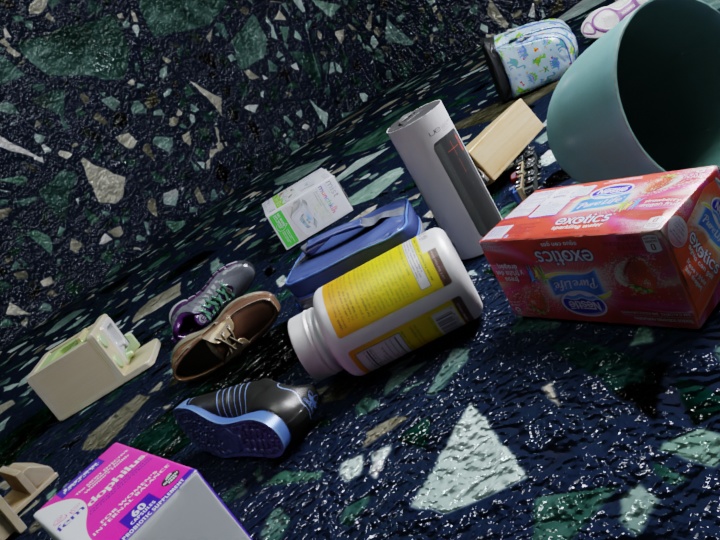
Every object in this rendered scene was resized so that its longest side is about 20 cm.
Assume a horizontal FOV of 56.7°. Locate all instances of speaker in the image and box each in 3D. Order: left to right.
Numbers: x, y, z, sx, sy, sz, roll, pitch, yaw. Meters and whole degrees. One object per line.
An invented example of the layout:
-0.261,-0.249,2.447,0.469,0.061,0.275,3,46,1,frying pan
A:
0.114,-0.117,0.872,0.081,0.200,0.081,-28,18,10,speaker

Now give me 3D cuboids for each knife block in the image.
0.199,-0.176,1.063,0.200,0.064,0.176,-41,7,21,knife block

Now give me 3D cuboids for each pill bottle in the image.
0.024,0.043,0.732,0.200,0.109,0.109,-28,17,9,pill bottle

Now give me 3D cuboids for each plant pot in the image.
0.307,-0.174,0.746,0.200,0.201,0.161,-37,8,-21,plant pot

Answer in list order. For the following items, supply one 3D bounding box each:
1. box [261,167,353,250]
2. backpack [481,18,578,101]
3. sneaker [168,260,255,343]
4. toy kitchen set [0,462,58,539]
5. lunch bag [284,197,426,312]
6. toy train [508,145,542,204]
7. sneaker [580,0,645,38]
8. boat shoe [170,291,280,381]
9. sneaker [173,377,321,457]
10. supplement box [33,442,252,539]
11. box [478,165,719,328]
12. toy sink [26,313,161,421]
-0.128,-0.149,1.538,0.176,0.097,0.200,-31,17,-3,box
0.406,-0.499,1.560,0.200,0.163,0.154,-21,27,8,backpack
-0.276,0.065,1.265,0.200,0.074,0.088,-38,30,8,sneaker
-0.537,0.272,0.907,0.200,0.181,0.163,-8,27,42,toy kitchen set
0.000,0.000,0.854,0.200,0.133,0.136,-25,18,15,lunch bag
0.248,-0.144,1.006,0.046,0.034,0.200,-27,16,24,toy train
0.658,-0.642,1.682,0.200,0.075,0.100,-24,0,21,sneaker
-0.203,0.107,1.010,0.200,0.076,0.072,-37,20,11,boat shoe
-0.127,0.160,0.744,0.200,0.070,0.078,-5,25,42,sneaker
-0.193,0.232,0.586,0.200,0.103,0.101,-11,27,52,supplement box
0.220,-0.019,0.602,0.100,0.096,0.200,-40,20,-26,box
-0.497,0.164,1.255,0.200,0.112,0.130,-31,18,-1,toy sink
